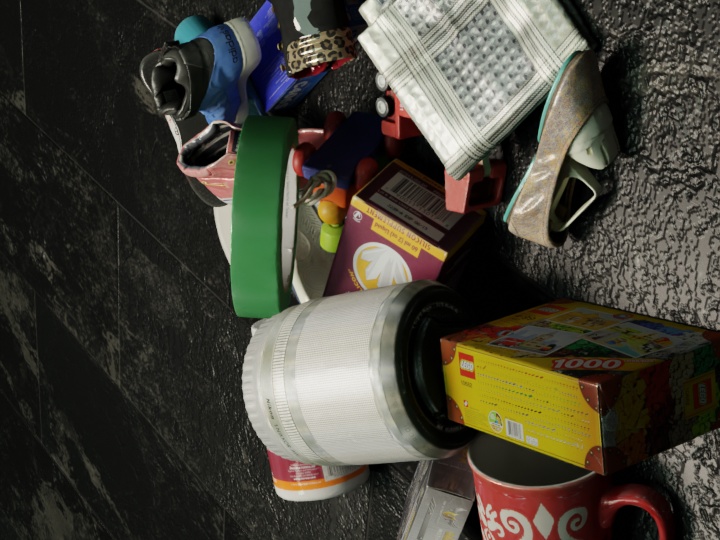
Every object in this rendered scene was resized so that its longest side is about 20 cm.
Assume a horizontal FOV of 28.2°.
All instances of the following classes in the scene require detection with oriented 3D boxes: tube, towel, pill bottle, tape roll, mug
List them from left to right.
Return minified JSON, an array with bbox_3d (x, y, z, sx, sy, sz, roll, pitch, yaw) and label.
[{"bbox_3d":[-0.152,-0.226,1.667,0.200,0.050,0.077,50,180,38],"label":"tube"},{"bbox_3d":[-0.093,-0.053,1.426,0.200,0.048,0.202,3,-90,-88],"label":"tape roll"},{"bbox_3d":[-0.061,0.152,1.641,0.114,0.114,0.202,4,107,57],"label":"pill bottle"},{"bbox_3d":[0.092,-0.214,1.260,0.193,0.034,0.201,-43,69,38],"label":"towel"},{"bbox_3d":[0.182,0.256,1.295,0.177,0.133,0.201,26,128,53],"label":"mug"}]

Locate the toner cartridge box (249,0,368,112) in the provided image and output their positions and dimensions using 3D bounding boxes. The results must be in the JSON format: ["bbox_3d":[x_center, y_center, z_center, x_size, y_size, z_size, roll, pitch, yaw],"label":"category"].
[{"bbox_3d":[-0.063,-0.255,1.529,0.200,0.043,0.096,-36,74,57],"label":"toner cartridge box"}]

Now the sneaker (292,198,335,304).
[{"bbox_3d":[-0.064,0.000,1.587,0.201,0.074,0.085,65,147,35],"label":"sneaker"}]

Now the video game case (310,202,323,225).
[{"bbox_3d":[0.000,0.000,1.570,0.200,0.018,0.144,50,141,34],"label":"video game case"}]

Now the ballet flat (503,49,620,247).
[{"bbox_3d":[0.181,-0.096,1.211,0.067,0.068,0.201,36,141,19],"label":"ballet flat"}]

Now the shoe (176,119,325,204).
[{"bbox_3d":[-0.101,-0.122,1.538,0.199,0.091,0.072,-11,63,34],"label":"shoe"}]

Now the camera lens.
[{"bbox_3d":[0.010,0.098,1.325,0.199,0.160,0.161,-10,95,39],"label":"camera lens"}]

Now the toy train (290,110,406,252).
[{"bbox_3d":[-0.026,-0.066,1.420,0.084,0.200,0.116,15,128,20],"label":"toy train"}]

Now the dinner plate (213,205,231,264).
[{"bbox_3d":[-0.137,-0.056,1.757,0.200,0.024,0.202,33,131,48],"label":"dinner plate"}]

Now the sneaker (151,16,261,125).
[{"bbox_3d":[-0.177,-0.196,1.545,0.077,0.111,0.200,63,160,10],"label":"sneaker"}]

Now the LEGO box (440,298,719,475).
[{"bbox_3d":[0.186,0.090,1.191,0.199,0.148,0.078,13,114,54],"label":"LEGO box"}]

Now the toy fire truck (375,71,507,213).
[{"bbox_3d":[0.074,-0.166,1.347,0.141,0.049,0.202,22,120,50],"label":"toy fire truck"}]

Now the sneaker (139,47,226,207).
[{"bbox_3d":[-0.197,-0.180,1.747,0.202,0.067,0.108,63,-169,-9],"label":"sneaker"}]

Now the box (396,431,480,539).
[{"bbox_3d":[0.078,0.225,1.429,0.159,0.048,0.201,-73,-1,-49],"label":"box"}]

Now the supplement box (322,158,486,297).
[{"bbox_3d":[0.034,0.007,1.418,0.110,0.086,0.201,32,133,15],"label":"supplement box"}]

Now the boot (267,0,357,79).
[{"bbox_3d":[-0.075,-0.268,1.437,0.199,0.073,0.152,-9,95,53],"label":"boot"}]
